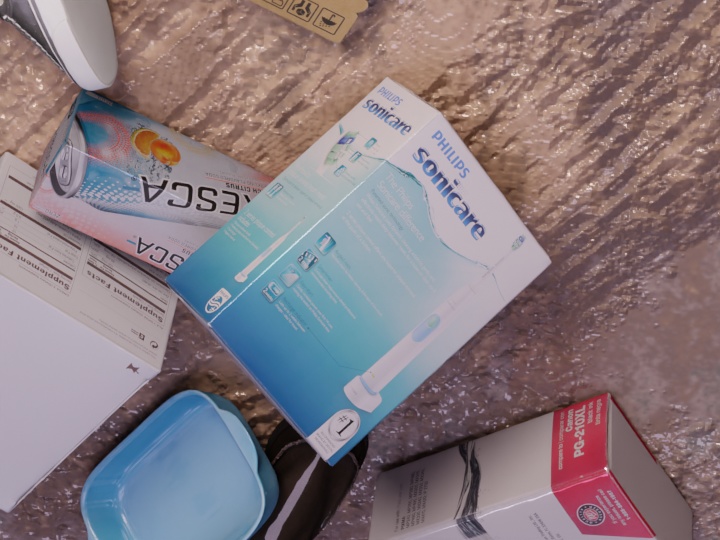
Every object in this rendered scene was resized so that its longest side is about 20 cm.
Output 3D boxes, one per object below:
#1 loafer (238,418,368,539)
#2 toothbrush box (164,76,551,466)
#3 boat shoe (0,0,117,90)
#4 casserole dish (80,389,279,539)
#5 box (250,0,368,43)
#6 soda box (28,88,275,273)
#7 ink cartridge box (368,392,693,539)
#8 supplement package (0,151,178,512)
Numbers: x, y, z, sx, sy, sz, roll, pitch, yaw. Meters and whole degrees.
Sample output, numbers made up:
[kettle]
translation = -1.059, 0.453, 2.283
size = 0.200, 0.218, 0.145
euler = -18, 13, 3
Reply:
[loafer]
translation = -0.052, 0.181, 1.807
size = 0.073, 0.071, 0.200
euler = 21, 132, -11
[toothbrush box]
translation = 0.000, 0.000, 1.561
size = 0.200, 0.085, 0.146
euler = -43, 122, -4
[boat shoe]
translation = -0.215, -0.194, 1.496
size = 0.063, 0.071, 0.200
euler = -16, 120, 20
[casserole dish]
translation = -0.130, 0.168, 1.795
size = 0.200, 0.039, 0.121
euler = -43, 71, 35
[box]
translation = -0.062, -0.237, 1.461
size = 0.200, 0.021, 0.164
euler = 25, 131, -14
[soda box]
translation = -0.115, -0.041, 1.620
size = 0.200, 0.064, 0.068
euler = 25, 131, -15
[ink cartridge box]
translation = 0.125, 0.192, 1.784
size = 0.199, 0.084, 0.145
euler = -21, 126, 23
[supplement package]
translation = -0.247, 0.046, 1.686
size = 0.156, 0.111, 0.200
euler = 33, 128, -21
